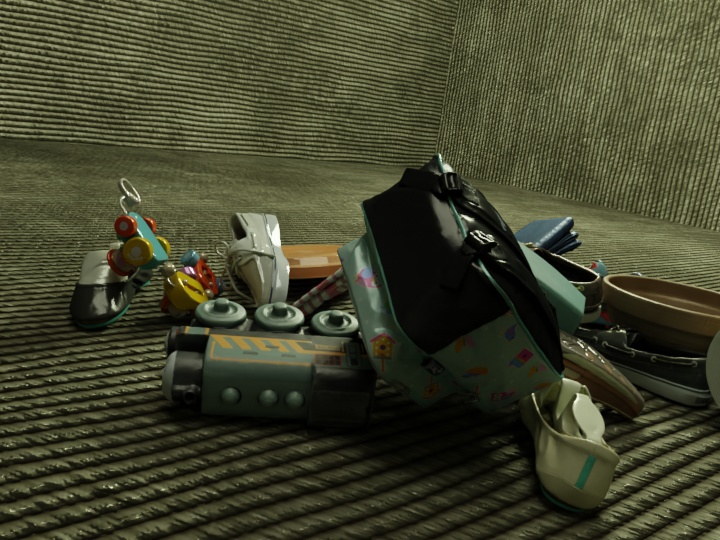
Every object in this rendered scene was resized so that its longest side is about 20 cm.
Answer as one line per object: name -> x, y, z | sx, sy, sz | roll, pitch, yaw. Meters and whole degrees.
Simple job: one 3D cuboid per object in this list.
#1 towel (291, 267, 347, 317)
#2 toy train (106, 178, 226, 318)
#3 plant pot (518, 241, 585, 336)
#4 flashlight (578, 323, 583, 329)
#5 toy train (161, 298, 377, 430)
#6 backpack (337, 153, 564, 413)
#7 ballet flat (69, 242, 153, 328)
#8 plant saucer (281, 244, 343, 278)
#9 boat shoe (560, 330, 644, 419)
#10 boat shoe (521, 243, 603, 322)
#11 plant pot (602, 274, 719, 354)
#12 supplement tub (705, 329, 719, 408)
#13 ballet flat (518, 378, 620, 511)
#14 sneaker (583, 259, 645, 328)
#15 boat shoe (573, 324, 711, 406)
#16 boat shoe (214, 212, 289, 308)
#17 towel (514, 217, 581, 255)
towel -> 0.000, 0.000, 0.865 | 0.030, 0.200, 0.146 | 54, 21, 2
toy train -> -0.232, -0.006, 0.821 | 0.200, 0.056, 0.150 | 52, 6, -40
plant pot -> 0.149, 0.033, 0.814 | 0.200, 0.142, 0.141 | 29, 18, 13
flashlight -> 0.201, 0.050, 0.950 | 0.199, 0.068, 0.068 | 3, -22, -4
toy train -> -0.074, 0.083, 0.613 | 0.199, 0.086, 0.114 | 6, 23, -8
backpack -> 0.082, 0.031, 0.601 | 0.200, 0.153, 0.176 | 36, 24, -42
ballet flat -> -0.294, 0.005, 0.817 | 0.068, 0.069, 0.200 | -4, 14, -4
plant saucer -> -0.085, -0.016, 1.033 | 0.199, 0.032, 0.200 | -3, 7, 0
boat shoe -> 0.192, 0.097, 0.719 | 0.200, 0.072, 0.076 | 31, 13, 7
boat shoe -> 0.230, -0.002, 0.921 | 0.072, 0.060, 0.200 | -25, 39, -29
plant pot -> 0.402, 0.074, 0.890 | 0.200, 0.093, 0.201 | 8, 13, -2
supplement tub -> 0.467, 0.098, 0.719 | 0.199, 0.145, 0.144 | -1, 16, -34
ballet flat -> 0.177, 0.128, 0.594 | 0.069, 0.070, 0.200 | 9, 13, 4
sneaker -> 0.328, 0.028, 1.031 | 0.199, 0.096, 0.079 | 4, 13, -6
boat shoe -> 0.319, 0.096, 0.829 | 0.068, 0.057, 0.200 | -5, 18, -42
boat shoe -> -0.143, -0.014, 0.881 | 0.086, 0.075, 0.202 | 9, 36, -21
towel -> 0.238, -0.013, 1.077 | 0.200, 0.049, 0.112 | -34, 16, -23
